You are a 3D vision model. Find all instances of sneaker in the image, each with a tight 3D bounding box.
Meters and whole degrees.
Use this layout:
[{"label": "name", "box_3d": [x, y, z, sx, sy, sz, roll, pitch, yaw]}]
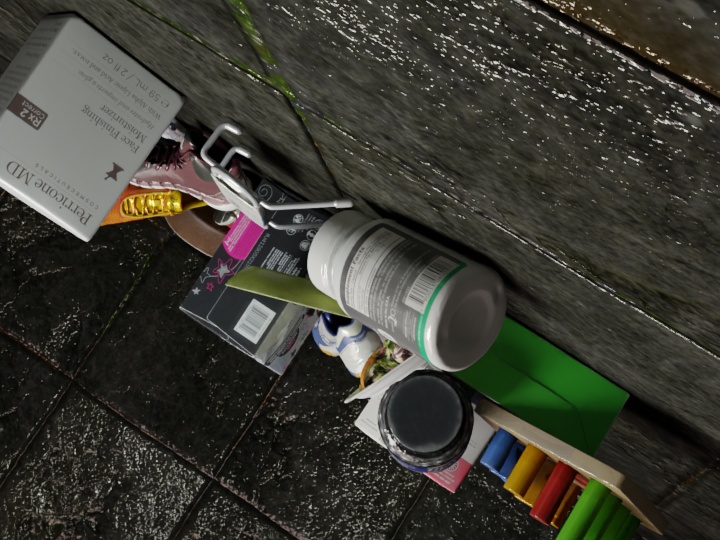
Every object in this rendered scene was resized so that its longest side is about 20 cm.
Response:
[{"label": "sneaker", "box_3d": [-0.023, 0.073, 1.853, 0.089, 0.075, 0.200, 62, 166, -22]}, {"label": "sneaker", "box_3d": [-0.275, -0.101, 1.762, 0.077, 0.199, 0.074, 35, 136, 50]}, {"label": "sneaker", "box_3d": [-0.231, -0.150, 1.692, 0.198, 0.076, 0.116, 16, 154, 9]}, {"label": "sneaker", "box_3d": [-0.146, -0.085, 1.832, 0.084, 0.077, 0.200, 29, -175, -6]}]

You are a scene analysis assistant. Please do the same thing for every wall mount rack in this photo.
[{"label": "wall mount rack", "box_3d": [-0.095, -0.088, 1.529, 0.173, 0.075, 0.200, 37, 174, 6]}]

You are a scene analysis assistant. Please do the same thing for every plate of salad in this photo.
[{"label": "plate of salad", "box_3d": [0.057, 0.080, 1.501, 0.048, 0.199, 0.200, 55, 174, 2]}]

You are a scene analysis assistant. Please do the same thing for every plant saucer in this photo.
[{"label": "plant saucer", "box_3d": [-0.056, 0.028, 1.550, 0.198, 0.031, 0.200, 14, 178, 0]}, {"label": "plant saucer", "box_3d": [-0.183, -0.067, 1.940, 0.199, 0.035, 0.201, 22, -157, -10]}]

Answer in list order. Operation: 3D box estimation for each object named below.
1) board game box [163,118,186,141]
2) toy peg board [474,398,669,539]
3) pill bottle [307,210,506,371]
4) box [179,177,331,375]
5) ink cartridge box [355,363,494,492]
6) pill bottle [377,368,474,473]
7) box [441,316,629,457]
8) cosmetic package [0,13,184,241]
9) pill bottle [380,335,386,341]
[{"label": "board game box", "box_3d": [-0.301, -0.209, 1.842, 0.199, 0.026, 0.200, 31, 173, 25]}, {"label": "toy peg board", "box_3d": [0.224, 0.260, 1.549, 0.198, 0.098, 0.200, 26, 169, 34]}, {"label": "pill bottle", "box_3d": [0.044, 0.014, 1.388, 0.199, 0.114, 0.113, 29, 172, 41]}, {"label": "box", "box_3d": [-0.109, 0.010, 1.723, 0.132, 0.201, 0.115, 31, 175, 22]}, {"label": "ink cartridge box", "box_3d": [0.112, 0.163, 1.760, 0.146, 0.201, 0.083, 36, 175, -26]}, {"label": "pill bottle", "box_3d": [0.076, 0.175, 1.567, 0.111, 0.112, 0.200, 32, 173, 9]}, {"label": "box", "box_3d": [0.201, 0.138, 1.607, 0.199, 0.097, 0.177, 32, 171, 5]}, {"label": "cosmetic package", "box_3d": [-0.341, -0.168, 1.561, 0.164, 0.201, 0.165, 36, 173, -25]}, {"label": "pill bottle", "box_3d": [0.059, 0.125, 2.119, 0.114, 0.115, 0.200, 26, 170, 48]}]
